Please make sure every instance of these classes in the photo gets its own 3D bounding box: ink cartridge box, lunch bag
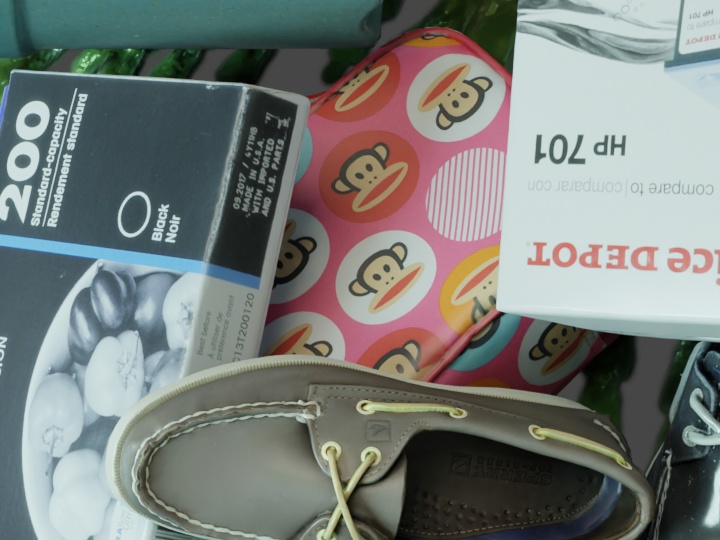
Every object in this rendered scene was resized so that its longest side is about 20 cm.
[{"bbox_3d":[-0.118,0.020,0.993,0.199,0.043,0.200,6,83,46],"label":"ink cartridge box"},{"bbox_3d":[0.134,-0.077,0.876,0.146,0.086,0.202,2,85,37],"label":"ink cartridge box"},{"bbox_3d":[0.000,0.000,1.010,0.200,0.082,0.176,-40,55,-5],"label":"lunch bag"}]

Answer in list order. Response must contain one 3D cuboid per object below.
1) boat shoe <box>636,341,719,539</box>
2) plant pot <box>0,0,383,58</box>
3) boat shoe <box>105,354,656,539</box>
[{"bbox_3d":[0.147,0.057,0.931,0.071,0.068,0.201,22,71,29],"label":"boat shoe"},{"bbox_3d":[-0.082,-0.172,1.022,0.194,0.201,0.202,6,61,-1],"label":"plant pot"},{"bbox_3d":[0.009,0.075,0.902,0.198,0.072,0.060,5,12,-18],"label":"boat shoe"}]
